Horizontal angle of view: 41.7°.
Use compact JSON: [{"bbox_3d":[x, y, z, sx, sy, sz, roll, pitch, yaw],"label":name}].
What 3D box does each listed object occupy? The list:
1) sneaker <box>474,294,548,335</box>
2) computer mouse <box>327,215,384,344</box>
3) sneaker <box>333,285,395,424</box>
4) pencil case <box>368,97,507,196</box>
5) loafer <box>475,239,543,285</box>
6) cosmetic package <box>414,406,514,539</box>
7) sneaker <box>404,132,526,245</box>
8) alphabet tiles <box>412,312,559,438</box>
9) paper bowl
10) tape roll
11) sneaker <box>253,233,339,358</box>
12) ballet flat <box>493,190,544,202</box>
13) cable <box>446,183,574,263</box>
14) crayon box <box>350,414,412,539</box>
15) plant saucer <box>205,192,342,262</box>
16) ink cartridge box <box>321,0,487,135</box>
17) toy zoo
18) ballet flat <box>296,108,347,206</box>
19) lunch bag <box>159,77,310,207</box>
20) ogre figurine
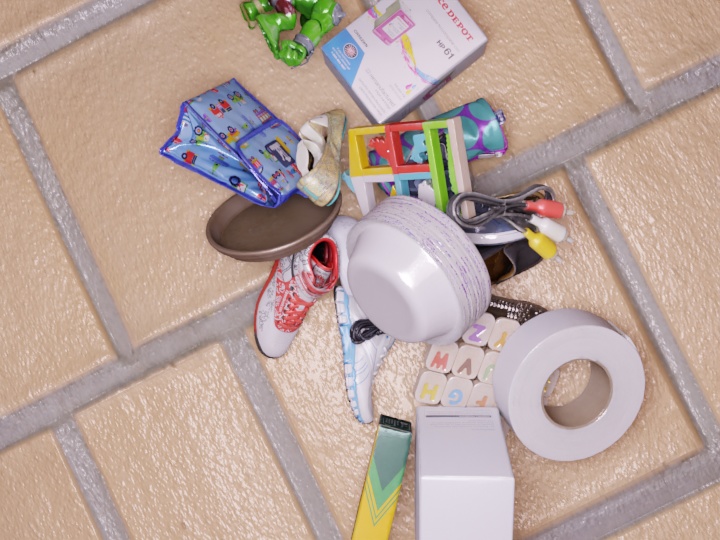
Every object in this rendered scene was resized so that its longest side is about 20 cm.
[{"bbox_3d":[0.202,0.069,1.353,0.199,0.075,0.071,24,84,-18],"label":"sneaker"},{"bbox_3d":[0.000,0.000,1.340,0.109,0.044,0.201,-18,68,-20],"label":"computer mouse"},{"bbox_3d":[0.014,0.118,1.355,0.086,0.075,0.202,-6,87,-3],"label":"sneaker"},{"bbox_3d":[0.113,-0.170,1.354,0.199,0.085,0.093,-25,72,2],"label":"pencil case"},{"bbox_3d":[0.190,-0.007,1.311,0.199,0.072,0.073,-16,118,-31],"label":"loafer"},{"bbox_3d":[0.133,0.313,1.248,0.122,0.200,0.201,0,107,3],"label":"cosmetic package"},{"bbox_3d":[0.146,-0.112,1.280,0.200,0.077,0.148,0,106,6],"label":"sneaker"},{"bbox_3d":[0.178,0.157,1.326,0.198,0.015,0.197,14,108,-15],"label":"alphabet tiles"},{"bbox_3d":[0.062,0.012,1.218,0.104,0.201,0.201,-40,85,-28],"label":"paper bowl"},{"bbox_3d":[0.286,0.156,1.300,0.200,0.071,0.204,-3,108,-10],"label":"tape roll"},{"bbox_3d":[-0.089,0.036,1.333,0.067,0.108,0.203,15,92,-32],"label":"sneaker"},{"bbox_3d":[0.174,-0.078,1.358,0.198,0.063,0.069,-17,88,2],"label":"ballet flat"},{"bbox_3d":[0.200,-0.078,1.210,0.199,0.050,0.098,16,84,-37],"label":"cable"},{"bbox_3d":[0.027,0.310,1.316,0.051,0.126,0.202,14,89,3],"label":"crayon box"},{"bbox_3d":[-0.119,-0.072,1.327,0.198,0.201,0.030,-14,124,2],"label":"plant saucer"},{"bbox_3d":[0.064,-0.319,1.364,0.200,0.085,0.145,-38,86,-1],"label":"ink cartridge box"},{"bbox_3d":[0.054,-0.129,1.248,0.199,0.020,0.132,2,109,38],"label":"toy zoo"},{"bbox_3d":[-0.058,-0.173,1.320,0.070,0.071,0.201,0,46,3],"label":"ballet flat"},{"bbox_3d":[-0.152,-0.162,1.324,0.199,0.151,0.094,36,120,2],"label":"lunch bag"},{"bbox_3d":[-0.101,-0.380,1.362,0.119,0.200,0.099,-29,128,-9],"label":"ogre figurine"}]
